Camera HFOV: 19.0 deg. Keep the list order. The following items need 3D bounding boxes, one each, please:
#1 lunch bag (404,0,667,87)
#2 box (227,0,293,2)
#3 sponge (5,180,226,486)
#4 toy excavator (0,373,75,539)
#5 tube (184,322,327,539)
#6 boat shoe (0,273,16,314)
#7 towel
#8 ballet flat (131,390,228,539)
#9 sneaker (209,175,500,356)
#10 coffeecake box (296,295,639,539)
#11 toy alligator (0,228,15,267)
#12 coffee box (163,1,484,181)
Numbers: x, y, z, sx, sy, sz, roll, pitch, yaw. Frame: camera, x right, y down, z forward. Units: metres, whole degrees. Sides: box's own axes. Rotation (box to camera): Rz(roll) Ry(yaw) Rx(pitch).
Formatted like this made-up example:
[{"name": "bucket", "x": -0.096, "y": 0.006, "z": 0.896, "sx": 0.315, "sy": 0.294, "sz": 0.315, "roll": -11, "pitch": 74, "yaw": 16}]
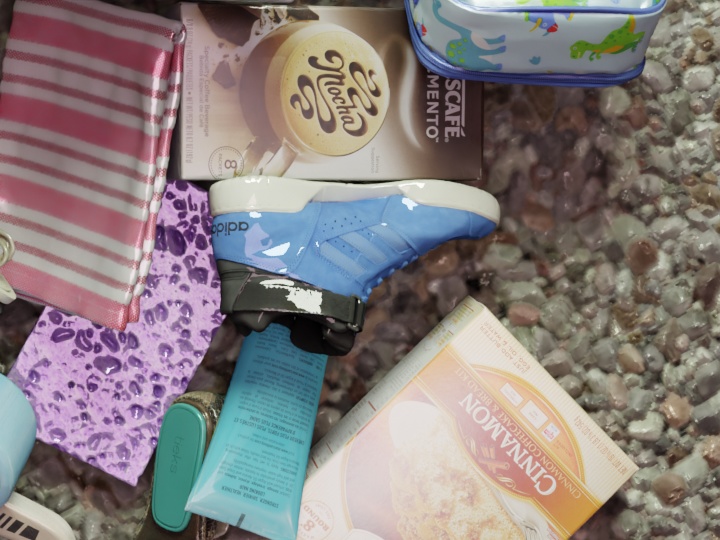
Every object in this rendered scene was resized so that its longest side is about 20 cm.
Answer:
[{"name": "lunch bag", "x": 0.098, "y": -0.208, "z": 1.360, "sx": 0.160, "sy": 0.083, "sz": 0.201, "roll": 0, "pitch": 51, "yaw": -13}, {"name": "box", "x": -0.150, "y": -0.224, "z": 1.300, "sx": 0.152, "sy": 0.200, "sz": 0.107, "roll": 3, "pitch": 95, "yaw": -38}, {"name": "sponge", "x": -0.153, "y": 0.033, "z": 1.429, "sx": 0.111, "sy": 0.030, "sz": 0.201, "roll": 28, "pitch": 91, "yaw": -7}, {"name": "toy excavator", "x": -0.243, "y": 0.141, "z": 1.385, "sx": 0.199, "sy": 0.100, "sz": 0.195, "roll": 24, "pitch": 119, "yaw": -3}, {"name": "tube", "x": -0.053, "y": 0.072, "z": 1.397, "sx": 0.077, "sy": 0.050, "sz": 0.201, "roll": 19, "pitch": 70, "yaw": -14}, {"name": "boat shoe", "x": -0.309, "y": -0.020, "z": 1.375, "sx": 0.200, "sy": 0.072, "sz": 0.068, "roll": 31, "pitch": 89, "yaw": 11}, {"name": "towel", "x": -0.183, "y": -0.073, "z": 1.369, "sx": 0.146, "sy": 0.030, "sz": 0.201, "roll": 16, "pitch": 99, "yaw": 36}, {"name": "ballet flat", "x": -0.117, "y": 0.178, "z": 1.427, "sx": 0.068, "sy": 0.075, "sz": 0.201, "roll": 19, "pitch": 94, "yaw": 34}, {"name": "sneaker", "x": -0.001, "y": 0.000, "z": 1.370, "sx": 0.199, "sy": 0.077, "sz": 0.112, "roll": 1, "pitch": 83, "yaw": -29}, {"name": "coffeecake box", "x": 0.058, "y": 0.143, "z": 1.439, "sx": 0.200, "sy": 0.073, "sz": 0.154, "roll": -44, "pitch": 99, "yaw": 0}, {"name": "toy alligator", "x": -0.268, "y": -0.086, "z": 1.382, "sx": 0.059, "sy": 0.054, "sz": 0.201, "roll": -30, "pitch": 80, "yaw": 6}, {"name": "coffee box", "x": -0.024, "y": -0.114, "z": 1.393, "sx": 0.199, "sy": 0.080, "sz": 0.114, "roll": -1, "pitch": 93, "yaw": -14}]
